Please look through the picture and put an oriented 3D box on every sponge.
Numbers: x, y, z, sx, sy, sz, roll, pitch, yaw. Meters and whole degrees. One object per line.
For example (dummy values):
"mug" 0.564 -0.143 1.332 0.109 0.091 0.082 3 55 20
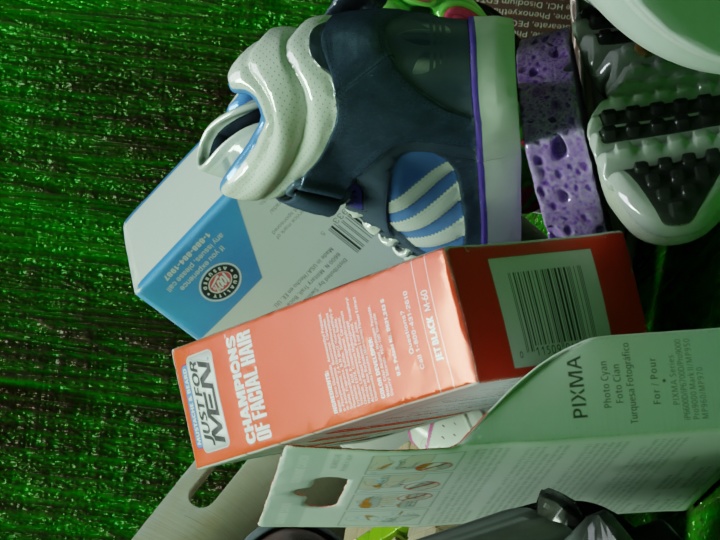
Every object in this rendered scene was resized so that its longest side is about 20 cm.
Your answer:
"sponge" 0.110 -0.003 1.149 0.112 0.030 0.200 -89 -16 -60

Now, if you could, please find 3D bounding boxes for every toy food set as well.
"toy food set" -0.047 0.173 1.353 0.144 0.060 0.200 -51 -44 -27

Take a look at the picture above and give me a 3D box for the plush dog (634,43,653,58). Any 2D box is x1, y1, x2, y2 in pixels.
"plush dog" 0.112 -0.188 1.138 0.160 0.200 0.172 61 -167 -9

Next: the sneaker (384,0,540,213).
"sneaker" 0.044 -0.098 1.194 0.200 0.077 0.084 45 -167 -51

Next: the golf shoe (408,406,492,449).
"golf shoe" 0.075 0.099 1.161 0.075 0.092 0.200 70 -173 -53

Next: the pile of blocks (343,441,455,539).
"pile of blocks" 0.042 0.163 1.176 0.082 0.062 0.200 -49 25 18

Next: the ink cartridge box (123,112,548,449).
"ink cartridge box" 0.000 0.000 1.243 0.145 0.200 0.084 -45 26 12

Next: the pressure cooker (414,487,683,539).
"pressure cooker" 0.061 0.185 0.987 0.176 0.200 0.179 -12 92 64

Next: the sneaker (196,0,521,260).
"sneaker" 0.000 -0.050 1.113 0.200 0.146 0.081 85 -177 -60

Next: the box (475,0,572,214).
"box" 0.071 -0.162 1.421 0.166 0.164 0.200 -92 8 -59

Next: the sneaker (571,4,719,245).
"sneaker" 0.139 -0.056 1.095 0.200 0.075 0.081 -86 -9 -62

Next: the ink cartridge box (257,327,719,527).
"ink cartridge box" 0.060 0.070 1.021 0.160 0.200 0.047 110 158 -71

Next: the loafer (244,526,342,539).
"loafer" -0.007 0.214 1.300 0.063 0.072 0.200 55 171 50

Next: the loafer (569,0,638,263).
"loafer" 0.125 -0.087 1.282 0.072 0.063 0.200 -98 15 -74

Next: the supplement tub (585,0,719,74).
"supplement tub" 0.126 -0.143 0.829 0.200 0.140 0.140 -104 20 -77

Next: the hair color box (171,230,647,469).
"hair color box" 0.019 0.037 1.084 0.200 0.111 0.064 -22 78 47
